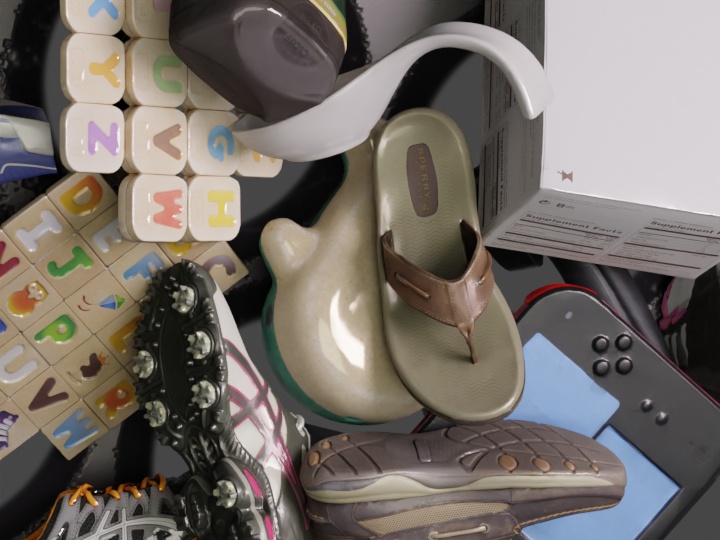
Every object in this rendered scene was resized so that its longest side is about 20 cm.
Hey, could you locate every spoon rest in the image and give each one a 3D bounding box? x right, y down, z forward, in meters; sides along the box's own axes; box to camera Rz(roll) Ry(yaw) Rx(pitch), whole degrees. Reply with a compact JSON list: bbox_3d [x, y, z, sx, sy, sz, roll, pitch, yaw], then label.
[{"bbox_3d":[0.013,-0.108,1.311,0.199,0.099,0.061,-8,108,26],"label":"spoon rest"}]

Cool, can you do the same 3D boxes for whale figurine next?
[{"bbox_3d":[0.000,0.000,1.406,0.158,0.104,0.201,14,71,-26],"label":"whale figurine"}]

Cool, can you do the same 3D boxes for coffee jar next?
[{"bbox_3d":[-0.051,-0.192,1.304,0.104,0.085,0.201,40,46,-40],"label":"coffee jar"}]

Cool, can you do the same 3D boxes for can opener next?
[{"bbox_3d":[0.148,-0.004,1.460,0.200,0.078,0.064,51,45,-18],"label":"can opener"}]

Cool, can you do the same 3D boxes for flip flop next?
[{"bbox_3d":[0.049,-0.005,1.323,0.080,0.058,0.201,-9,77,0],"label":"flip flop"}]

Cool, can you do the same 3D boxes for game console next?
[{"bbox_3d":[0.123,0.126,1.396,0.177,0.031,0.200,41,94,-11],"label":"game console"}]

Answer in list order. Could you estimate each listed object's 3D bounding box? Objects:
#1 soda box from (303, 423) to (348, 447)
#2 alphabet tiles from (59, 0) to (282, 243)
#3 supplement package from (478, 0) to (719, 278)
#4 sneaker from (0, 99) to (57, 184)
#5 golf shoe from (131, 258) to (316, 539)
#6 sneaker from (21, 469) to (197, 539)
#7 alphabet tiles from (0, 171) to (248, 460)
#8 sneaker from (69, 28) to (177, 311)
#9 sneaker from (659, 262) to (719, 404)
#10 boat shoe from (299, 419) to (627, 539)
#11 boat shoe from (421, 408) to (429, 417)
[{"bbox_3d":[0.052,0.160,1.447,0.199,0.063,0.071,16,92,-17],"label":"soda box"},{"bbox_3d":[-0.107,-0.117,1.326,0.195,0.015,0.202,0,90,-53],"label":"alphabet tiles"},{"bbox_3d":[0.165,-0.115,1.376,0.155,0.111,0.201,8,71,-16],"label":"supplement package"},{"bbox_3d":[-0.282,-0.043,1.330,0.198,0.081,0.116,-3,102,-7],"label":"sneaker"},{"bbox_3d":[-0.081,0.091,1.361,0.088,0.077,0.201,-8,83,-49],"label":"golf shoe"},{"bbox_3d":[-0.157,0.164,1.389,0.199,0.078,0.078,-31,93,-11],"label":"sneaker"},{"bbox_3d":[-0.174,0.028,1.361,0.200,0.006,0.167,-37,126,0],"label":"alphabet tiles"},{"bbox_3d":[-0.144,-0.069,1.357,0.070,0.076,0.202,-7,99,-14],"label":"sneaker"},{"bbox_3d":[0.258,0.003,1.475,0.086,0.080,0.201,-5,105,-25],"label":"sneaker"},{"bbox_3d":[0.062,0.139,1.349,0.198,0.075,0.074,-1,114,-1],"label":"boat shoe"},{"bbox_3d":[0.136,0.109,1.456,0.198,0.072,0.065,6,131,-3],"label":"boat shoe"}]
